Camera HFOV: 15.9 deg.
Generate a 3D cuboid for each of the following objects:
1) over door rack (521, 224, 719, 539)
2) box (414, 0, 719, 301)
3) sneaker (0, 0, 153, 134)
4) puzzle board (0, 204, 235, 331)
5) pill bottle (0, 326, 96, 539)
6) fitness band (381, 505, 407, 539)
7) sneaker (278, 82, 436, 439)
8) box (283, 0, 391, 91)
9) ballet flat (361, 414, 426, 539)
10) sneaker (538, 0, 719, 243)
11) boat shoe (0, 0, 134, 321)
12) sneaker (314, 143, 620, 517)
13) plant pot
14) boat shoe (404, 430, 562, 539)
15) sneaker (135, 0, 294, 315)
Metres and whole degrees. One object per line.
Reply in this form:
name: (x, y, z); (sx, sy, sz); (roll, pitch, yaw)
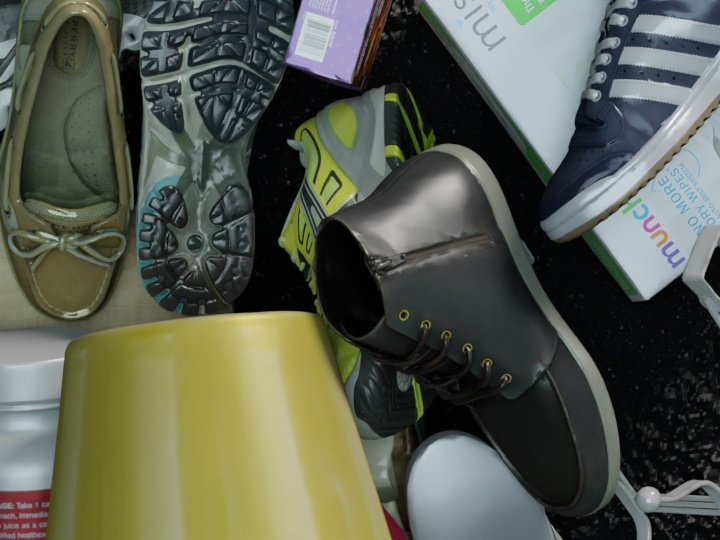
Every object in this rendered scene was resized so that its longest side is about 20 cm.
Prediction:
over door rack: (0.149, 0.078, 1.314); (0.067, 0.147, 0.201); (-46, 120, -38)
box: (0.154, -0.116, 1.355); (0.176, 0.097, 0.201); (-36, 92, 1)
sneaker: (-0.164, -0.136, 1.378); (0.199, 0.066, 0.091); (-30, 94, 5)
puzzle board: (-0.165, 0.046, 1.412); (0.198, 0.017, 0.152); (-7, 94, 3)
pill bottle: (-0.170, 0.136, 1.354); (0.111, 0.112, 0.202); (-1, 102, 2)
fitness band: (-0.039, 0.199, 1.370); (0.143, 0.037, 0.201); (17, 110, 21)
sneaker: (0.000, 0.000, 1.355); (0.076, 0.075, 0.201); (-13, 56, 23)
box: (0.011, -0.194, 1.334); (0.039, 0.137, 0.201); (17, 93, 2)
ballet flat: (0.012, 0.124, 1.383); (0.072, 0.073, 0.202); (-9, 93, 2)
sneaker: (0.132, -0.116, 1.271); (0.108, 0.070, 0.200); (43, 85, -6)
boat shoe: (-0.151, -0.057, 1.335); (0.073, 0.063, 0.202); (4, 118, -9)
sneaker: (0.047, 0.046, 1.276); (0.075, 0.106, 0.201); (-25, 93, 47)
plant pot: (-0.072, 0.122, 1.248); (0.199, 0.201, 0.190); (-7, 84, 2)
boat shoe: (0.084, 0.164, 1.366); (0.072, 0.066, 0.200); (-38, 107, 0)
sneaker: (-0.088, -0.082, 1.347); (0.077, 0.086, 0.202); (9, 98, -14)
